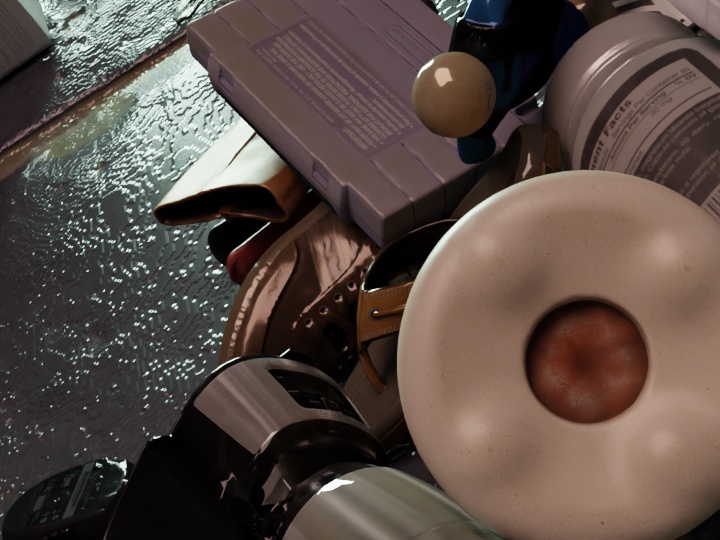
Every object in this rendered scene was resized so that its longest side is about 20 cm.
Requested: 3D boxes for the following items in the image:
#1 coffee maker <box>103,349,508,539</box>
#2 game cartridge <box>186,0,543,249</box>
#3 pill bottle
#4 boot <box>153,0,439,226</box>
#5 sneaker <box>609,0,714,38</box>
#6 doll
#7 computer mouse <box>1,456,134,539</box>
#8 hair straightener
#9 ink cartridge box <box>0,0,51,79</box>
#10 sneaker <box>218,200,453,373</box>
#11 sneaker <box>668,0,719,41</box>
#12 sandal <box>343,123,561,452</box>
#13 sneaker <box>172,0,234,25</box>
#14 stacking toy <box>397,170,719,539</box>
[{"bbox_3d":[-0.028,0.155,0.668,0.192,0.135,0.200,-47,38,-9],"label":"coffee maker"},{"bbox_3d":[0.002,-0.102,0.877,0.129,0.039,0.200,-32,54,-17],"label":"game cartridge"},{"bbox_3d":[0.168,-0.038,0.720,0.113,0.113,0.200,-36,38,4],"label":"pill bottle"},{"bbox_3d":[-0.062,-0.092,0.978,0.187,0.069,0.200,5,47,40],"label":"boot"},{"bbox_3d":[0.219,-0.169,0.858,0.199,0.076,0.116,-25,48,29],"label":"sneaker"},{"bbox_3d":[0.078,-0.120,0.780,0.048,0.137,0.200,20,36,21],"label":"doll"},{"bbox_3d":[-0.110,0.124,0.857,0.198,0.034,0.059,-17,26,19],"label":"computer mouse"},{"bbox_3d":[-0.015,-0.071,0.960,0.200,0.041,0.077,-42,38,-4],"label":"hair straightener"},{"bbox_3d":[-0.385,-0.204,1.310,0.199,0.146,0.085,-34,37,5],"label":"ink cartridge box"},{"bbox_3d":[0.000,0.000,0.852,0.075,0.071,0.201,14,62,46],"label":"sneaker"},{"bbox_3d":[0.210,-0.119,0.700,0.200,0.073,0.071,43,115,32],"label":"sneaker"},{"bbox_3d":[0.032,0.007,0.782,0.201,0.054,0.082,-57,19,27],"label":"sandal"},{"bbox_3d":[-0.056,-0.247,1.030,0.201,0.060,0.104,-65,22,-3],"label":"sneaker"},{"bbox_3d":[0.095,0.043,0.668,0.145,0.200,0.148,-1,84,6],"label":"stacking toy"}]
